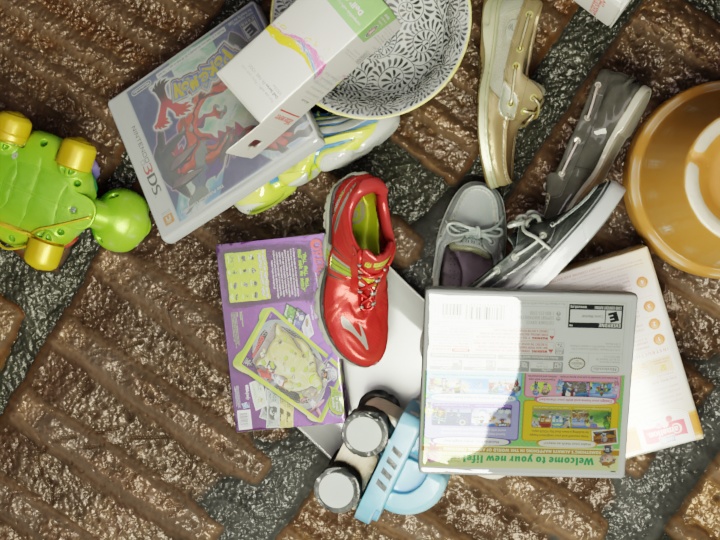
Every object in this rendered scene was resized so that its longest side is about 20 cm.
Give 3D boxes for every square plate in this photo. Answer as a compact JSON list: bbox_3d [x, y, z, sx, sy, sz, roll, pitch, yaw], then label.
[{"bbox_3d":[0.000,0.097,1.322,0.200,0.028,0.198,42,97,3],"label":"square plate"}]

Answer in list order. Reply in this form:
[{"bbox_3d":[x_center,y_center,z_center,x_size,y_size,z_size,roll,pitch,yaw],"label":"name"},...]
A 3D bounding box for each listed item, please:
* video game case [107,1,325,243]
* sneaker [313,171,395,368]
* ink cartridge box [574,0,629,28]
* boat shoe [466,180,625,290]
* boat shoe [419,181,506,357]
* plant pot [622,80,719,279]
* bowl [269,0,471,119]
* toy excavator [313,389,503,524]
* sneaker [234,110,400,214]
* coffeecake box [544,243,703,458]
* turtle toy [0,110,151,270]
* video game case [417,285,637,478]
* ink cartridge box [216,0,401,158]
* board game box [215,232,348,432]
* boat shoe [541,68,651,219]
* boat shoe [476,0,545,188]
[{"bbox_3d":[-0.154,-0.154,1.287,0.200,0.023,0.182,-31,68,14],"label":"video game case"},{"bbox_3d":[0.000,0.000,1.249,0.077,0.085,0.200,-4,91,-24],"label":"sneaker"},{"bbox_3d":[0.195,-0.337,1.213,0.200,0.147,0.083,38,97,3],"label":"ink cartridge box"},{"bbox_3d":[0.170,-0.023,1.208,0.068,0.074,0.199,44,99,5],"label":"boat shoe"},{"bbox_3d":[0.108,0.003,1.270,0.074,0.065,0.202,17,80,-1],"label":"boat shoe"},{"bbox_3d":[0.359,-0.087,1.187,0.200,0.183,0.201,0,93,7],"label":"plant pot"},{"bbox_3d":[0.015,-0.252,1.267,0.200,0.094,0.201,1,94,8],"label":"bowl"},{"bbox_3d":[0.080,0.185,1.248,0.200,0.100,0.195,27,100,5],"label":"toy excavator"},{"bbox_3d":[-0.063,-0.144,1.292,0.200,0.076,0.105,-28,89,9],"label":"sneaker"},{"bbox_3d":[0.244,0.090,1.267,0.153,0.073,0.200,-16,91,9],"label":"coffeecake box"},{"bbox_3d":[-0.320,-0.076,1.315,0.200,0.101,0.146,22,96,5],"label":"turtle toy"},{"bbox_3d":[0.157,0.107,1.181,0.200,0.022,0.182,1,101,-1],"label":"video game case"},{"bbox_3d":[-0.061,-0.196,1.173,0.200,0.117,0.067,-41,87,7],"label":"ink cartridge box"},{"bbox_3d":[-0.082,0.065,1.303,0.120,0.032,0.200,-5,92,11],"label":"board game box"},{"bbox_3d":[0.224,-0.112,1.267,0.057,0.067,0.200,32,96,21],"label":"boat shoe"},{"bbox_3d":[0.155,-0.183,1.263,0.066,0.074,0.200,1,93,12],"label":"boat shoe"}]
